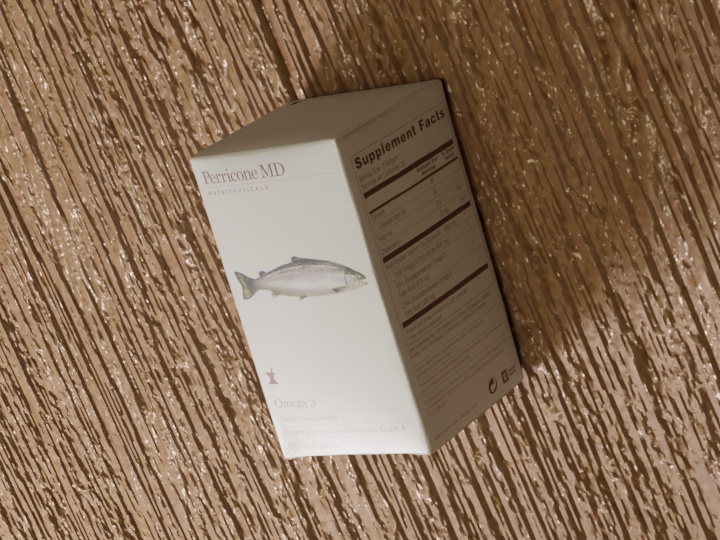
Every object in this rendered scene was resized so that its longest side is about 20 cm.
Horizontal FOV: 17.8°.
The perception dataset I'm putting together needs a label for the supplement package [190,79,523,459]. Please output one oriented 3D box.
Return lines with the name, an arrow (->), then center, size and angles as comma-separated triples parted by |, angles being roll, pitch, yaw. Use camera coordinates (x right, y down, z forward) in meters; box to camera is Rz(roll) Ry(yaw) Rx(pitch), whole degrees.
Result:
supplement package -> 0.000, 0.000, 1.384 | 0.117, 0.117, 0.200 | -5, 109, 39
